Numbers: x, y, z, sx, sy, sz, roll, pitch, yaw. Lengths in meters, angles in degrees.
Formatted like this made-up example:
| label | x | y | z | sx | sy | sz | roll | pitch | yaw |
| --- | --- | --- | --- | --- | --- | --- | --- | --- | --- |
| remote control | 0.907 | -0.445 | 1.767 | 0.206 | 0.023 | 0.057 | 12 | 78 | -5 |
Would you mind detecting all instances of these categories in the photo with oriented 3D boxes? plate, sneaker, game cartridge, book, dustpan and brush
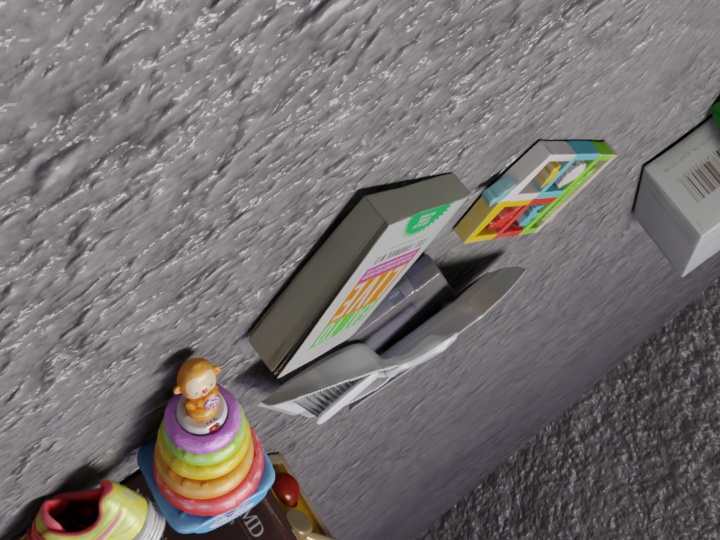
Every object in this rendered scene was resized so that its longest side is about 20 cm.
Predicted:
| label | x | y | z | sx | sy | sz | roll | pitch | yaw |
| --- | --- | --- | --- | --- | --- | --- | --- | --- | --- |
| plate | 0.084 | 0.067 | 1.216 | 0.199 | 0.032 | 0.200 | -39 | 177 | 27 |
| sneaker | -0.288 | 0.252 | 1.019 | 0.198 | 0.079 | 0.091 | -29 | 130 | 8 |
| game cartridge | 0.007 | 0.062 | 1.130 | 0.199 | 0.039 | 0.130 | -37 | 158 | 3 |
| book | 0.000 | 0.000 | 0.952 | 0.133 | 0.048 | 0.201 | -21 | 155 | -50 |
| dustpan and brush | 0.006 | 0.105 | 1.083 | 0.199 | 0.058 | 0.140 | -37 | 162 | 4 |

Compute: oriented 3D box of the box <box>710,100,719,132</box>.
| label | x | y | z | sx | sy | sz | roll | pitch | yaw |
| --- | --- | --- | --- | --- | --- | --- | --- | --- | --- |
| box | 0.537 | -0.200 | 1.227 | 0.174 | 0.098 | 0.200 | -19 | 171 | -14 |

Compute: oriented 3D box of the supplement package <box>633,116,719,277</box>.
| label | x | y | z | sx | sy | sz | roll | pitch | yaw |
| --- | --- | --- | --- | --- | --- | --- | --- | --- | --- |
| supplement package | 0.443 | -0.092 | 1.410 | 0.116 | 0.118 | 0.200 | -36 | 162 | -1 |

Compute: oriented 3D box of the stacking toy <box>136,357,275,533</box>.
| label | x | y | z | sx | sy | sz | roll | pitch | yaw |
| --- | --- | --- | --- | --- | --- | --- | --- | --- | --- |
| stacking toy | -0.142 | 0.141 | 0.974 | 0.115 | 0.110 | 0.201 | -25 | 149 | -22 |

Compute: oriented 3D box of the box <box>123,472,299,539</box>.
| label | x | y | z | sx | sy | sz | roll | pitch | yaw |
| --- | --- | --- | --- | --- | --- | --- | --- | --- | --- |
| box | -0.182 | 0.299 | 1.155 | 0.199 | 0.167 | 0.165 | -34 | 162 | -6 |

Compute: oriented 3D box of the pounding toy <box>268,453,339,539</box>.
| label | x | y | z | sx | sy | sz | roll | pitch | yaw |
| --- | --- | --- | --- | --- | --- | --- | --- | --- | --- |
| pounding toy | -0.097 | 0.333 | 1.342 | 0.142 | 0.201 | 0.184 | -40 | 162 | 15 |

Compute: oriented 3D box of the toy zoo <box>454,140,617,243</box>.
| label | x | y | z | sx | sy | sz | roll | pitch | yaw |
| --- | --- | --- | --- | --- | --- | --- | --- | --- | --- |
| toy zoo | 0.175 | -0.081 | 1.099 | 0.131 | 0.021 | 0.199 | -47 | 159 | 30 |
